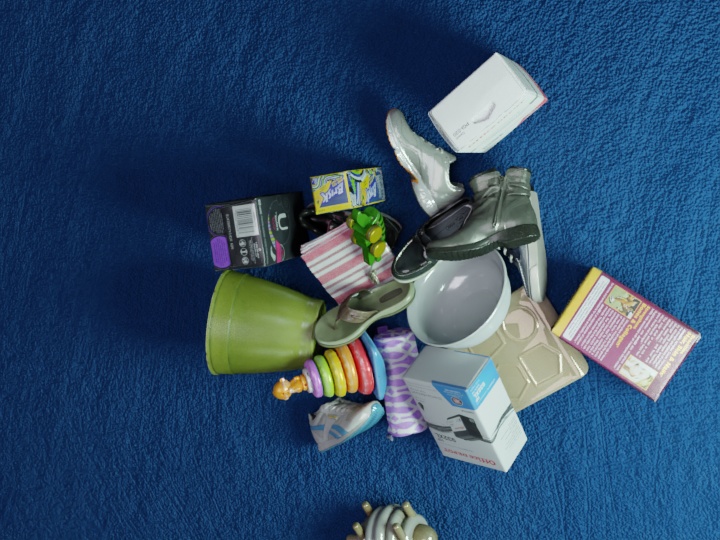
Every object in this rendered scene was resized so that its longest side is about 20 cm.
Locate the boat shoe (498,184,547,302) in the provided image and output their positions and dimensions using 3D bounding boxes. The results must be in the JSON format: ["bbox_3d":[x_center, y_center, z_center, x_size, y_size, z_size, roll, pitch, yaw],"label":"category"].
[{"bbox_3d":[0.264,-0.043,1.456,0.092,0.074,0.203,-7,86,25],"label":"boat shoe"}]

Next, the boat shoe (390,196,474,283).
[{"bbox_3d":[0.129,-0.057,1.469,0.198,0.066,0.075,-34,66,4],"label":"boat shoe"}]

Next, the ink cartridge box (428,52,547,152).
[{"bbox_3d":[0.209,-0.265,1.367,0.145,0.200,0.085,-39,84,21],"label":"ink cartridge box"}]

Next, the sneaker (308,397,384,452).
[{"bbox_3d":[-0.033,0.277,1.584,0.200,0.076,0.081,-35,77,45],"label":"sneaker"}]

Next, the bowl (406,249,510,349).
[{"bbox_3d":[0.185,0.058,1.466,0.200,0.090,0.203,-25,46,28],"label":"bowl"}]

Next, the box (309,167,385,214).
[{"bbox_3d":[-0.019,-0.140,1.471,0.069,0.200,0.065,-8,95,19],"label":"box"}]

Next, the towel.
[{"bbox_3d":[0.000,0.000,1.538,0.145,0.030,0.201,-27,118,19],"label":"towel"}]

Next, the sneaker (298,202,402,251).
[{"bbox_3d":[-0.026,-0.073,1.546,0.198,0.086,0.081,11,103,19],"label":"sneaker"}]

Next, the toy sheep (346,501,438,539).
[{"bbox_3d":[0.057,0.500,1.587,0.198,0.137,0.140,-7,96,36],"label":"toy sheep"}]

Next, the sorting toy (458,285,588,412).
[{"bbox_3d":[0.274,0.145,1.501,0.199,0.036,0.186,-33,87,17],"label":"sorting toy"}]

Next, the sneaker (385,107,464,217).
[{"bbox_3d":[0.116,-0.202,1.488,0.091,0.076,0.202,-26,97,14],"label":"sneaker"}]

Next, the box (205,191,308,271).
[{"bbox_3d":[-0.182,-0.074,1.543,0.105,0.200,0.124,-5,97,21],"label":"box"}]

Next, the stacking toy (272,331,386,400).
[{"bbox_3d":[-0.062,0.188,1.506,0.198,0.110,0.117,-17,118,-14],"label":"stacking toy"}]

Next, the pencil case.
[{"bbox_3d":[0.075,0.206,1.561,0.083,0.085,0.203,-9,97,-16],"label":"pencil case"}]

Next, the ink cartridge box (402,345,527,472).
[{"bbox_3d":[0.180,0.237,1.453,0.144,0.084,0.201,5,133,44],"label":"ink cartridge box"}]

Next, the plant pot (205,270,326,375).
[{"bbox_3d":[-0.167,0.108,1.584,0.190,0.200,0.203,7,101,7],"label":"plant pot"}]

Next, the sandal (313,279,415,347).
[{"bbox_3d":[0.001,0.063,1.494,0.200,0.057,0.080,-31,49,3],"label":"sandal"}]

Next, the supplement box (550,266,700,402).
[{"bbox_3d":[0.429,0.100,1.386,0.199,0.103,0.132,35,96,12],"label":"supplement box"}]

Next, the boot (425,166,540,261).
[{"bbox_3d":[0.198,-0.095,1.416,0.198,0.068,0.132,-13,75,12],"label":"boot"}]

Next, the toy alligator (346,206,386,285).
[{"bbox_3d":[0.022,-0.052,1.456,0.059,0.201,0.054,34,67,31],"label":"toy alligator"}]
